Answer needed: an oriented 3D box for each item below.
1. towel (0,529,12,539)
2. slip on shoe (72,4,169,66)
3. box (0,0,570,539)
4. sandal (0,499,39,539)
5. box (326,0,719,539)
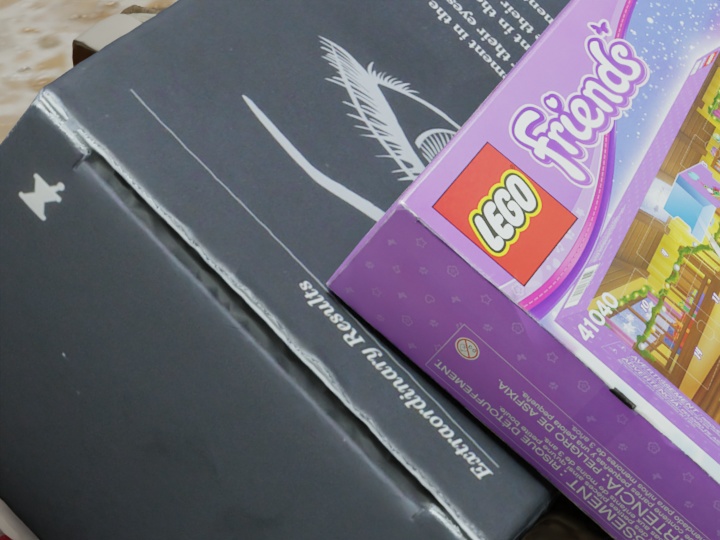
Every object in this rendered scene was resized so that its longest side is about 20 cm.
[{"bbox_3d":[-0.045,0.088,0.792,0.144,0.023,0.200,-28,37,-33],"label":"towel"},{"bbox_3d":[-0.031,-0.043,0.962,0.061,0.076,0.200,-26,26,-16],"label":"slip on shoe"},{"bbox_3d":[0.000,0.000,0.745,0.148,0.104,0.200,47,40,4],"label":"box"},{"bbox_3d":[-0.095,0.015,0.838,0.059,0.079,0.207,-1,21,9],"label":"sandal"},{"bbox_3d":[0.098,-0.016,0.708,0.137,0.039,0.200,42,47,0],"label":"box"}]
